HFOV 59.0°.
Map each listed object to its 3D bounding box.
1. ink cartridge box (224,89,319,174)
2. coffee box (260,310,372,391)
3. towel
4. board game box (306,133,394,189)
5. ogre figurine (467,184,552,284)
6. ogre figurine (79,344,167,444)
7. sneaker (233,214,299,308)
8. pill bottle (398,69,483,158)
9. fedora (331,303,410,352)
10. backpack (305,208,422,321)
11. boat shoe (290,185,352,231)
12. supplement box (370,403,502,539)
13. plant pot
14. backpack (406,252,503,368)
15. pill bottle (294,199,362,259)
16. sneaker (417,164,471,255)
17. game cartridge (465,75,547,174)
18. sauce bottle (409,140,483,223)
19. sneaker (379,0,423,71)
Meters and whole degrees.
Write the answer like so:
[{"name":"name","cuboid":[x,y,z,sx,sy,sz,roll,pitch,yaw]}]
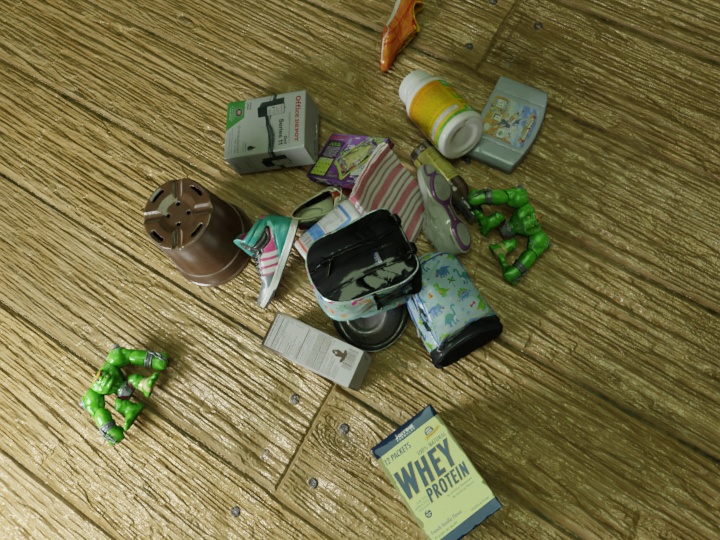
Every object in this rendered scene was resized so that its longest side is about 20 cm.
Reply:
[{"name":"ink cartridge box","cuboid":[-0.199,-0.311,1.438,0.196,0.083,0.149,-6,71,15]},{"name":"coffee box","cuboid":[-0.085,0.164,1.283,0.197,0.114,0.081,23,79,16]},{"name":"towel","cuboid":[0.071,-0.143,1.304,0.030,0.200,0.148,3,57,50]},{"name":"board game box","cuboid":[-0.026,-0.237,1.373,0.199,0.032,0.121,19,79,49]},{"name":"ogre figurine","cuboid":[0.308,-0.089,1.294,0.119,0.098,0.202,-27,75,-1]},{"name":"ogre figurine","cuboid":[-0.504,0.248,1.337,0.119,0.098,0.202,28,95,-2]},{"name":"sneaker","cuboid":[-0.214,-0.029,1.340,0.119,0.084,0.203,19,100,-6]},{"name":"pill bottle","cuboid":[0.167,-0.344,1.372,0.110,0.111,0.201,-34,57,-1]},{"name":"fedora","cuboid":[0.017,0.061,1.305,0.174,0.090,0.204,7,76,11]},{"name":"backpack","cuboid":[0.000,0.000,1.200,0.197,0.151,0.179,-21,59,-9]},{"name":"boat shoe","cuboid":[-0.062,-0.151,1.394,0.198,0.063,0.072,-27,70,0]},{"name":"supplement box","cuboid":[0.137,0.370,1.142,0.133,0.200,0.201,-35,71,-3]},{"name":"plant pot","cuboid":[-0.350,-0.087,1.353,0.196,0.198,0.204,-3,74,9]},{"name":"backpack","cuboid":[0.168,0.062,1.263,0.161,0.154,0.202,-26,59,-5]},{"name":"pill bottle","cuboid":[-0.033,-0.077,1.342,0.199,0.112,0.113,-38,72,-2]},{"name":"sneaker","cuboid":[0.152,-0.118,1.320,0.099,0.074,0.203,-24,86,48]},{"name":"game cartridge","cuboid":[0.324,-0.318,1.389,0.132,0.042,0.202,24,80,19]},{"name":"sauce bottle","cuboid":[0.186,-0.187,1.361,0.064,0.065,0.201,-35,73,-2]},{"name":"sneaker","cuboid":[0.094,-0.553,1.476,0.076,0.073,0.203,21,81,4]}]
